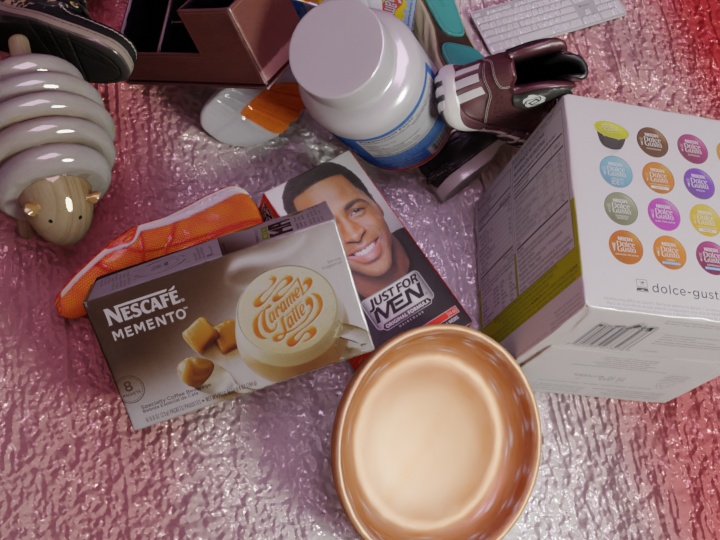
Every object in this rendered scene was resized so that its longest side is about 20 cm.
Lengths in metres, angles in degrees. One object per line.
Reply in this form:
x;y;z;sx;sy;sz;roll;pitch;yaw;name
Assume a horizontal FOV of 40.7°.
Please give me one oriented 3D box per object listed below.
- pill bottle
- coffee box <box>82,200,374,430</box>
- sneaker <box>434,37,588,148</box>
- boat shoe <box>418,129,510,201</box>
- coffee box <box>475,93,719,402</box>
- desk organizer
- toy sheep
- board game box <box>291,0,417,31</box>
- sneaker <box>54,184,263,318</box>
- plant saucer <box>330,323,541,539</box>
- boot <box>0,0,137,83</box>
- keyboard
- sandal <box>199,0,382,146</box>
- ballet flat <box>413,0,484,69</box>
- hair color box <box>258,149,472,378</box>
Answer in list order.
0.010;-0.163;0.854;0.111;0.200;0.113;-3;81;18;pill bottle
-0.102;0.033;0.771;0.198;0.080;0.115;-18;107;-4;coffee box
0.166;-0.159;0.865;0.199;0.115;0.076;-8;85;-47;sneaker
0.136;-0.148;0.988;0.200;0.074;0.060;-39;85;-19;boat shoe
0.234;-0.011;0.875;0.198;0.200;0.199;7;64;-14;coffee box
-0.146;-0.217;0.870;0.199;0.077;0.072;11;51;40;desk organizer
-0.271;-0.112;0.819;0.137;0.138;0.201;-17;71;-22;toy sheep
-0.050;-0.272;0.972;0.198;0.105;0.104;13;63;-8;board game box
-0.166;-0.006;0.836;0.199;0.073;0.078;-29;86;-22;sneaker
0.062;0.145;0.813;0.199;0.037;0.202;1;88;-26;plant saucer
-0.263;-0.259;0.897;0.199;0.073;0.151;19;63;23;boot
0.218;-0.293;1.111;0.199;0.011;0.057;-21;73;-23;keyboard
-0.067;-0.200;0.922;0.206;0.079;0.059;-39;45;11;sandal
0.088;-0.219;0.998;0.069;0.070;0.201;-2;54;-17;ballet flat
0.000;0.000;0.884;0.101;0.061;0.201;-30;76;-25;hair color box
